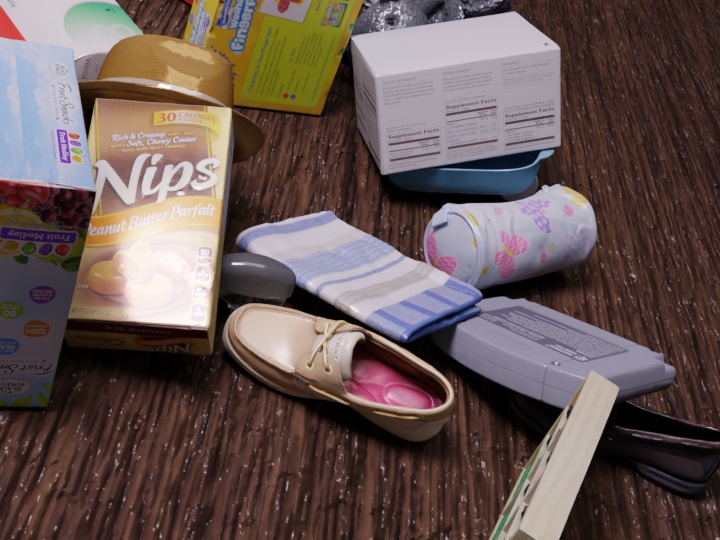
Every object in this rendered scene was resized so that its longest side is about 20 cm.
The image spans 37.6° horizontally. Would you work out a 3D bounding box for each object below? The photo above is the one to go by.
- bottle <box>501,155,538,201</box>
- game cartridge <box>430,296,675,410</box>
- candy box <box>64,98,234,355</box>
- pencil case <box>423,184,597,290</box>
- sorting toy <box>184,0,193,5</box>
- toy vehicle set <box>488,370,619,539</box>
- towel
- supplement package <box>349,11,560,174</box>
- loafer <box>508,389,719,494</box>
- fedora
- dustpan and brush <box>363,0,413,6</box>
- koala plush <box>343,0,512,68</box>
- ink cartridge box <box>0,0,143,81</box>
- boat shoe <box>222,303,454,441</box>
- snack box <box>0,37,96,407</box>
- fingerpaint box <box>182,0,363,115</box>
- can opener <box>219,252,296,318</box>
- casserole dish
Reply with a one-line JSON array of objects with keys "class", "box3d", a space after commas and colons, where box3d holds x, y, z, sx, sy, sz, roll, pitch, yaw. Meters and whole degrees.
[{"class": "bottle", "box3d": [0.175, -0.159, 1.283, 0.083, 0.066, 0.201, 16, 36, -17]}, {"class": "game cartridge", "box3d": [0.160, 0.071, 0.942, 0.132, 0.041, 0.199, -2, 17, -38]}, {"class": "candy box", "box3d": [-0.166, -0.037, 0.841, 0.114, 0.055, 0.202, 4, 63, -4]}, {"class": "pencil case", "box3d": [0.158, -0.034, 1.089, 0.198, 0.092, 0.083, -13, 10, -39]}, {"class": "sorting toy", "box3d": [-0.124, -0.357, 1.352, 0.198, 0.070, 0.200, 34, 35, 11]}, {"class": "toy vehicle set", "box3d": [0.129, 0.172, 0.778, 0.026, 0.125, 0.200, 31, 35, 9]}, {"class": "towel", "box3d": [0.000, 0.000, 0.960, 0.199, 0.024, 0.146, 29, 25, 28]}, {"class": "supplement package", "box3d": [0.100, -0.198, 1.156, 0.197, 0.112, 0.156, -9, 29, -7]}, {"class": "loafer", "box3d": [0.233, 0.131, 0.947, 0.198, 0.063, 0.072, 24, 35, -2]}, {"class": "fedora", "box3d": [-0.178, -0.160, 0.964, 0.198, 0.200, 0.083, 14, 77, -16]}, {"class": "dustpan and brush", "box3d": [0.091, -0.364, 1.474, 0.197, 0.141, 0.057, 6, 38, 18]}, {"class": "koala plush", "box3d": [0.066, -0.292, 1.336, 0.198, 0.185, 0.177, -23, 42, -23]}, {"class": "ink cartridge box", "box3d": [-0.338, -0.256, 1.110, 0.199, 0.050, 0.161, -9, 48, -42]}, {"class": "boat shoe", "box3d": [-0.013, 0.071, 0.852, 0.198, 0.069, 0.074, 22, 62, -5]}, {"class": "snack box", "box3d": [-0.242, -0.032, 0.746, 0.067, 0.201, 0.170, 5, 40, -26]}, {"class": "fingerpaint box", "box3d": [-0.095, -0.281, 1.157, 0.165, 0.201, 0.074, 1, 40, -29]}, {"class": "can opener", "box3d": [-0.152, -0.011, 0.889, 0.198, 0.067, 0.054, 18, 37, -10]}, {"class": "casserole dish", "box3d": [0.116, -0.121, 1.168, 0.197, 0.039, 0.121, 3, 31, 17]}]
